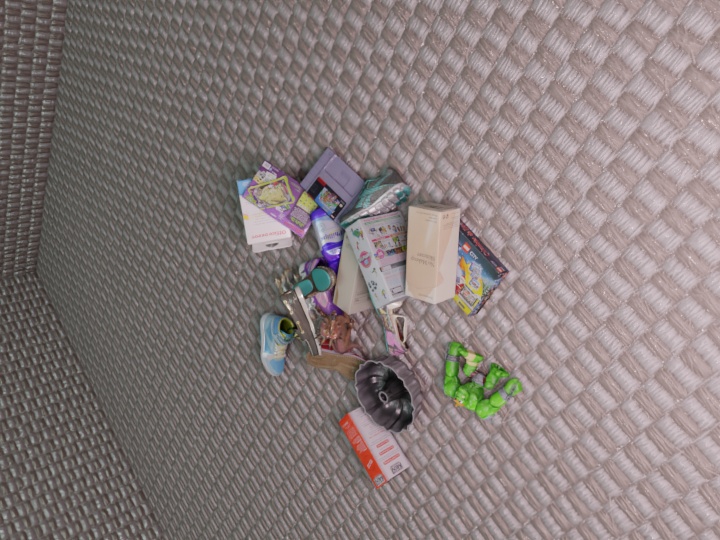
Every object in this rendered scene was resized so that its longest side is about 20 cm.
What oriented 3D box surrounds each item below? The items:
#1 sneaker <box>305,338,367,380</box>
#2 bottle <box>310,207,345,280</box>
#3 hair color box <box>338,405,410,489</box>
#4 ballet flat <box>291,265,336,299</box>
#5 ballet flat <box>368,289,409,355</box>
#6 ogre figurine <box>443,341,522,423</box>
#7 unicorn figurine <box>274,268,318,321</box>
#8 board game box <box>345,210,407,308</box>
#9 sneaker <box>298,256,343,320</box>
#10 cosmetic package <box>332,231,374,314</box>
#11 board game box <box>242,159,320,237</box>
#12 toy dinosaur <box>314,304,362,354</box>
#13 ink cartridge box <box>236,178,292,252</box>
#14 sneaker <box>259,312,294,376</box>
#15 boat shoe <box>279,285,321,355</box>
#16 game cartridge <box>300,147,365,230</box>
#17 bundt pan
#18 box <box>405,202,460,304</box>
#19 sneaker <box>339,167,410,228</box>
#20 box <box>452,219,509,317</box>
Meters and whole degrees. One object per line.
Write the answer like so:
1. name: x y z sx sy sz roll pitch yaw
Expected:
1. sneaker: -0.043 0.239 1.700 0.196 0.113 0.073 15 112 10
2. bottle: -0.069 -0.069 1.624 0.082 0.065 0.204 -17 86 3
3. hair color box: 0.037 0.465 1.638 0.202 0.100 0.061 57 133 20
4. ballet flat: -0.108 0.028 1.602 0.199 0.074 0.069 -28 84 51
5. ballet flat: 0.080 0.114 1.536 0.070 0.069 0.204 -15 95 25
6. ogre figurine: 0.259 0.254 1.364 0.197 0.098 0.122 25 100 23
7. unicorn figurine: -0.176 0.072 1.790 0.199 0.073 0.140 17 123 58
8. board game box: 0.068 -0.029 1.445 0.064 0.146 0.204 -31 78 47
9. sneaker: -0.096 0.048 1.691 0.088 0.080 0.203 -38 72 36
10. cosmetic package: 0.000 0.000 1.556 0.071 0.104 0.204 32 120 38
11. board game box: -0.209 -0.195 1.664 0.198 0.032 0.121 34 88 -5
12. toy dinosaur: -0.061 0.170 1.602 0.084 0.137 0.202 -19 126 14
13. ink cartridge box: -0.267 -0.161 1.740 0.125 0.125 0.205 -123 25 -83
14. sneaker: -0.250 0.235 1.895 0.129 0.079 0.205 0 101 47
15. boat shoe: -0.154 0.140 1.606 0.072 0.059 0.205 -123 14 -68
16. game cartridge: -0.061 -0.210 1.575 0.130 0.038 0.200 -48 62 5
17. bundt pan: 0.080 0.307 1.559 0.199 0.075 0.206 20 121 36
18. box: 0.158 -0.040 1.342 0.094 0.077 0.205 14 110 42
19. sneaker: 0.027 -0.175 1.486 0.198 0.077 0.093 -31 66 19
20. box: 0.222 -0.018 1.365 0.201 0.037 0.138 51 132 24
